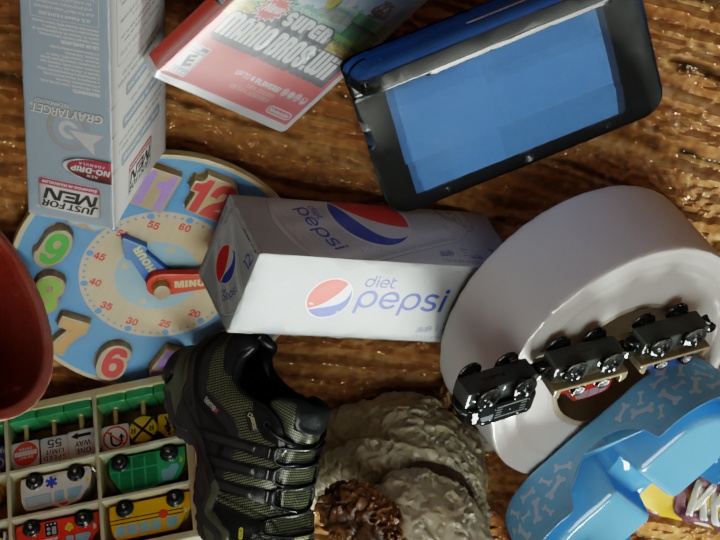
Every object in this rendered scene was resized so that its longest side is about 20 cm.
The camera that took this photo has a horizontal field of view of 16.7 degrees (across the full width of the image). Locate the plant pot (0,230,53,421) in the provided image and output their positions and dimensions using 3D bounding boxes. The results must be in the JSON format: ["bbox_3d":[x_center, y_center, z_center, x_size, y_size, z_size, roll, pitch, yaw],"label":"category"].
[{"bbox_3d":[-0.333,0.059,1.555,0.195,0.201,0.200,-37,124,27],"label":"plant pot"}]

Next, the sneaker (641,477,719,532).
[{"bbox_3d":[0.278,0.163,1.787,0.199,0.090,0.075,0,125,-11],"label":"sneaker"}]

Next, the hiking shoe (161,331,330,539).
[{"bbox_3d":[-0.060,0.127,1.602,0.101,0.201,0.076,-33,165,37],"label":"hiking shoe"}]

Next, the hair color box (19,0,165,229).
[{"bbox_3d":[-0.160,-0.137,1.481,0.060,0.099,0.201,11,126,12],"label":"hair color box"}]

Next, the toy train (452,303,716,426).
[{"bbox_3d":[0.144,0.063,1.574,0.199,0.034,0.046,-15,140,-27],"label":"toy train"}]

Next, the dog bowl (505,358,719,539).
[{"bbox_3d":[0.182,0.137,1.668,0.200,0.050,0.111,-41,145,8],"label":"dog bowl"}]

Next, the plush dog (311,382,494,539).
[{"bbox_3d":[0.042,0.165,1.695,0.200,0.172,0.160,35,113,-28],"label":"plush dog"}]

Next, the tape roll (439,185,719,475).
[{"bbox_3d":[0.155,0.043,1.648,0.202,0.071,0.203,-22,139,-21],"label":"tape roll"}]

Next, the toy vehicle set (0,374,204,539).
[{"bbox_3d":[-0.204,0.147,1.658,0.199,0.125,0.027,-12,150,7],"label":"toy vehicle set"}]

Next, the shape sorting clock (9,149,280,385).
[{"bbox_3d":[-0.134,0.004,1.633,0.199,0.039,0.201,-5,126,-6],"label":"shape sorting clock"}]

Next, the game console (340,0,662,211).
[{"bbox_3d":[0.100,-0.112,1.535,0.199,0.171,0.119,-23,100,-2],"label":"game console"}]

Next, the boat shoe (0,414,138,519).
[{"bbox_3d":[-0.201,0.151,1.713,0.200,0.072,0.066,-20,139,2],"label":"boat shoe"}]

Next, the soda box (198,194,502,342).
[{"bbox_3d":[0.000,0.000,1.611,0.199,0.064,0.068,3,128,-30],"label":"soda box"}]

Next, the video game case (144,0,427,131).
[{"bbox_3d":[-0.020,-0.170,1.502,0.200,0.017,0.143,-41,150,19],"label":"video game case"}]
